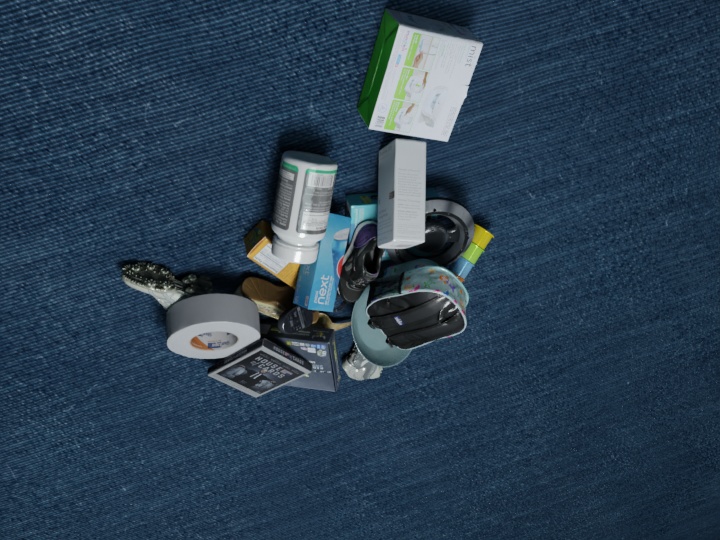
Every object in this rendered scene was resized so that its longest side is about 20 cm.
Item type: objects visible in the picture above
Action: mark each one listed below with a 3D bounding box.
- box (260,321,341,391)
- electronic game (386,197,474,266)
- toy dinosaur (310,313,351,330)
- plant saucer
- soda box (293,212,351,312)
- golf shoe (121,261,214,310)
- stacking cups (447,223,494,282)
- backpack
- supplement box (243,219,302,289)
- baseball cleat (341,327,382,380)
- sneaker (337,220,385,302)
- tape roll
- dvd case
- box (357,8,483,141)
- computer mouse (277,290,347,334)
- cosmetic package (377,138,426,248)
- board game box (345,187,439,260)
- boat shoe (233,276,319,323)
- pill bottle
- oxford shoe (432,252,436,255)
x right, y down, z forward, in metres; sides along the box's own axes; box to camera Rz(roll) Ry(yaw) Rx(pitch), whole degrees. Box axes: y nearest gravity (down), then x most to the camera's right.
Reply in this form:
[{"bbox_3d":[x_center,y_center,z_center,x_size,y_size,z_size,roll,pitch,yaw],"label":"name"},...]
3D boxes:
[{"bbox_3d":[-0.149,0.198,1.693,0.197,0.051,0.159,6,130,14],"label":"box"},{"bbox_3d":[0.149,-0.074,1.583,0.196,0.042,0.202,-6,133,-6],"label":"electronic game"},{"bbox_3d":[-0.093,0.140,1.716,0.197,0.058,0.102,7,122,-23],"label":"toy dinosaur"},{"bbox_3d":[0.050,0.122,1.713,0.199,0.038,0.205,2,86,-37],"label":"plant saucer"},{"bbox_3d":[-0.080,-0.021,1.532,0.067,0.064,0.203,9,94,-37],"label":"soda box"},{"bbox_3d":[-0.408,0.049,1.533,0.198,0.079,0.098,17,125,-27],"label":"golf shoe"},{"bbox_3d":[0.224,-0.010,1.671,0.060,0.060,0.201,32,93,-35],"label":"stacking cups"},{"bbox_3d":[0.133,0.069,1.575,0.198,0.152,0.178,-15,131,36],"label":"backpack"},{"bbox_3d":[-0.156,-0.021,1.568,0.069,0.067,0.200,-39,128,16],"label":"supplement box"},{"bbox_3d":[0.002,0.201,1.786,0.105,0.070,0.202,-15,128,-8],"label":"baseball cleat"},{"bbox_3d":[0.000,0.000,1.560,0.075,0.088,0.202,3,125,-21],"label":"sneaker"},{"bbox_3d":[-0.314,0.122,1.571,0.197,0.067,0.201,-8,153,-4],"label":"tape roll"},{"bbox_3d":[-0.229,0.225,1.662,0.199,0.025,0.150,-28,134,35],"label":"dvd case"},{"bbox_3d":[0.109,-0.362,1.378,0.174,0.097,0.202,3,124,-21],"label":"box"},{"bbox_3d":[-0.101,0.083,1.615,0.198,0.034,0.060,-24,115,-30],"label":"computer mouse"},{"bbox_3d":[0.081,-0.150,1.462,0.073,0.101,0.204,1,84,-19],"label":"cosmetic package"},{"bbox_3d":[0.065,-0.096,1.597,0.197,0.047,0.153,-6,128,-14],"label":"board game box"},{"bbox_3d":[-0.184,0.071,1.633,0.198,0.074,0.062,25,145,-25],"label":"boat shoe"},{"bbox_3d":[-0.115,-0.124,1.443,0.111,0.113,0.203,5,109,-22],"label":"pill bottle"},{"bbox_3d":[0.168,0.051,1.724,0.069,0.075,0.202,-12,129,-9],"label":"oxford shoe"}]
